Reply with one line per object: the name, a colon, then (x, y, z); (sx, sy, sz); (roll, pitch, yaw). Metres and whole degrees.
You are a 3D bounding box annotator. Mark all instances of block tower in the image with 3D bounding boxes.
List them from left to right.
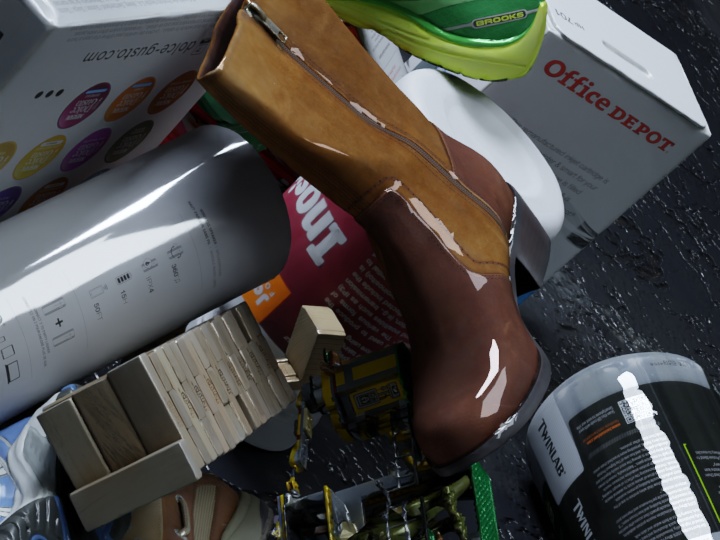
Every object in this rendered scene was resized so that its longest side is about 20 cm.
block tower: (-0.081, 0.058, 1.173); (0.058, 0.054, 0.200); (62, 12, -2)

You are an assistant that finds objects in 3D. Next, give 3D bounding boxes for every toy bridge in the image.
toy bridge: (-0.102, 0.045, 1.296); (0.200, 0.067, 0.027); (6, 30, -27)

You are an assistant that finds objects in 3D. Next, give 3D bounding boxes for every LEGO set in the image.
LEGO set: (-0.005, 0.143, 1.250); (0.154, 0.116, 0.200); (49, 26, -56)

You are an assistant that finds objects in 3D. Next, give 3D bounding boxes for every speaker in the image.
speaker: (-0.127, 0.006, 1.210); (0.200, 0.081, 0.081); (-29, 75, -35)

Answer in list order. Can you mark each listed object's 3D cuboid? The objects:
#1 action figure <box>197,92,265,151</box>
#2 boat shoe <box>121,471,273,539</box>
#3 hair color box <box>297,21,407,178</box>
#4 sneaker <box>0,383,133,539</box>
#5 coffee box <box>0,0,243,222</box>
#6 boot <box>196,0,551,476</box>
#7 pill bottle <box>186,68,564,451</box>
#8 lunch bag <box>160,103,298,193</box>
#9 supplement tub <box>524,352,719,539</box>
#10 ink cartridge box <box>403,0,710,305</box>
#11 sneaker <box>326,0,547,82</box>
action figure: (-0.089, -0.144, 1.398); (0.118, 0.055, 0.200); (43, -21, 56)
boat shoe: (-0.094, 0.137, 1.186); (0.072, 0.076, 0.200); (39, 14, -4)
hair color box: (0.009, -0.043, 1.494); (0.102, 0.061, 0.200); (-63, 134, -72)
sneaker: (-0.144, 0.126, 1.105); (0.076, 0.077, 0.200); (59, 17, -19)
coffee box: (-0.202, -0.121, 1.245); (0.200, 0.198, 0.200); (50, 25, 13)
boot: (0.006, -0.027, 1.195); (0.200, 0.068, 0.188); (46, 39, -25)
pill bottle: (0.000, 0.000, 1.386); (0.113, 0.200, 0.113); (37, 25, -21)
lunch bag: (-0.110, -0.080, 1.488); (0.200, 0.082, 0.176); (38, 30, -24)
supplement tub: (0.179, 0.155, 1.539); (0.122, 0.123, 0.200); (25, 32, -40)
ink cartridge box: (0.089, -0.075, 1.651); (0.146, 0.200, 0.086); (30, 29, -34)
sneaker: (0.011, -0.166, 1.398); (0.200, 0.084, 0.074); (26, 10, 15)
